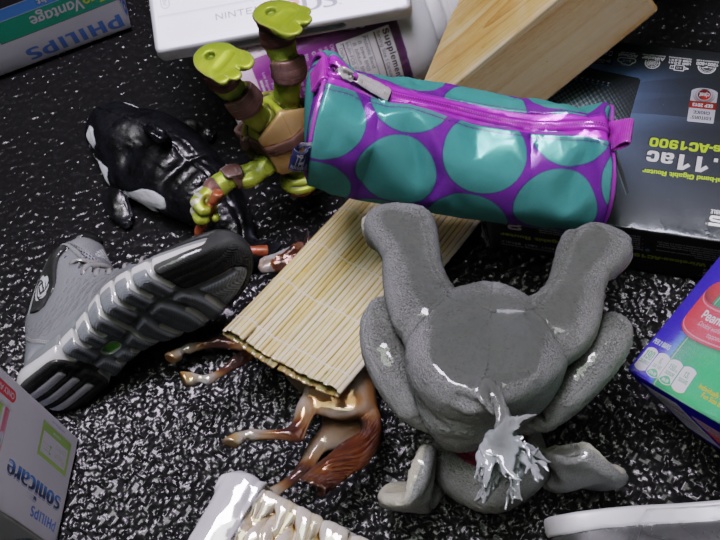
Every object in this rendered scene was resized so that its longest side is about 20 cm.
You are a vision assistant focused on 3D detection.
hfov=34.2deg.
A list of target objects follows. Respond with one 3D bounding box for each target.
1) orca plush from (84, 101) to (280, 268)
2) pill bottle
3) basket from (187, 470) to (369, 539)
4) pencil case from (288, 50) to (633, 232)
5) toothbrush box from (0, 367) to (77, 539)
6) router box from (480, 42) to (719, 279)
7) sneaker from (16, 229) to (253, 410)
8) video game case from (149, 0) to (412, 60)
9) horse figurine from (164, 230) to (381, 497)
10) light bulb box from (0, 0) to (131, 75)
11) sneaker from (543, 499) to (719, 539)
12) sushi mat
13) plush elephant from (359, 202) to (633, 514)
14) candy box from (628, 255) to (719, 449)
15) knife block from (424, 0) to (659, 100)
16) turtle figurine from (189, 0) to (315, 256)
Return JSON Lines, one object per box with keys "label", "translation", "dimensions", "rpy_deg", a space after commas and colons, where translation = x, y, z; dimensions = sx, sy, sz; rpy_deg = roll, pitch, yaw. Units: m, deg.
{"label": "orca plush", "translation": [-0.149, -0.074, 0.878], "dimensions": [0.105, 0.071, 0.200], "rpy_deg": [-31, 60, -5]}
{"label": "pill bottle", "translation": [-0.010, -0.176, 0.880], "dimensions": [0.199, 0.112, 0.113], "rpy_deg": [-21, 60, 0]}
{"label": "basket", "translation": [-0.028, 0.244, 0.612], "dimensions": [0.160, 0.200, 0.199], "rpy_deg": [21, 68, 15]}
{"label": "pencil case", "translation": [0.060, -0.079, 0.729], "dimensions": [0.199, 0.093, 0.085], "rpy_deg": [10, 57, -1]}
{"label": "toothbrush box", "translation": [-0.310, 0.122, 0.763], "dimensions": [0.199, 0.146, 0.086], "rpy_deg": [-1, 61, 12]}
{"label": "router box", "translation": [0.195, -0.079, 0.812], "dimensions": [0.199, 0.062, 0.150], "rpy_deg": [9, 66, 17]}
{"label": "sneaker", "translation": [-0.169, 0.002, 0.821], "dimensions": [0.200, 0.075, 0.116], "rpy_deg": [-33, 50, 16]}
{"label": "video game case", "translation": [-0.068, -0.260, 0.831], "dimensions": [0.181, 0.024, 0.201], "rpy_deg": [-9, 79, 4]}
{"label": "horse figurine", "translation": [-0.044, 0.073, 0.783], "dimensions": [0.132, 0.050, 0.200], "rpy_deg": [-25, 50, -17]}
{"label": "light bulb box", "translation": [-0.321, -0.283, 0.998], "dimensions": [0.198, 0.125, 0.201], "rpy_deg": [-20, 59, 0]}
{"label": "sneaker", "translation": [0.210, 0.182, 0.671], "dimensions": [0.199, 0.071, 0.100], "rpy_deg": [-6, 75, 1]}
{"label": "sushi mat", "translation": [0.000, 0.000, 0.805], "dimensions": [0.095, 0.012, 0.200], "rpy_deg": [26, 52, 21]}
{"label": "plush elephant", "translation": [0.080, 0.078, 0.712], "dimensions": [0.164, 0.155, 0.201], "rpy_deg": [1, 54, 2]}
{"label": "candy box", "translation": [0.275, 0.024, 0.653], "dimensions": [0.200, 0.077, 0.169], "rpy_deg": [-49, 24, -3]}
{"label": "knife block", "translation": [0.149, -0.181, 0.769], "dimensions": [0.175, 0.064, 0.201], "rpy_deg": [3, 63, 47]}
{"label": "turtle figurine", "translation": [-0.047, -0.106, 0.808], "dimensions": [0.200, 0.162, 0.064], "rpy_deg": [-28, 51, -10]}
